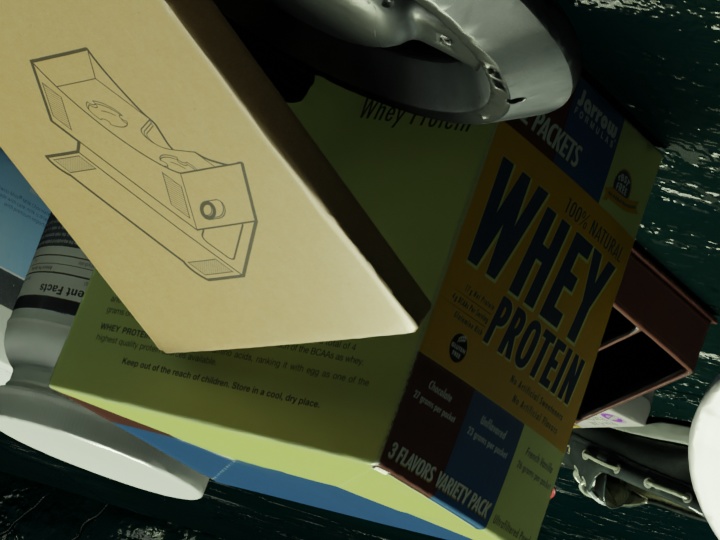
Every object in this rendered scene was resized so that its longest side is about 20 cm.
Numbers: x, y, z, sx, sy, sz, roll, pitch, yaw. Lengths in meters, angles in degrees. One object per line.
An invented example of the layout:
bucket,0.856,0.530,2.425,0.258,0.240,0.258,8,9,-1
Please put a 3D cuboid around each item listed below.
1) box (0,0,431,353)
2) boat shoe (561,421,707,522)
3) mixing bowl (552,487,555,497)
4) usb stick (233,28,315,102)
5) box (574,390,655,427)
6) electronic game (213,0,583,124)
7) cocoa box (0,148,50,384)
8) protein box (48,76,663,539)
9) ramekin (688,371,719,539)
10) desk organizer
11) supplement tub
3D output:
box,-0.081,-0.048,0.958,0.163,0.021,0.200,-5,129,48
boat shoe,0.184,0.138,1.704,0.075,0.061,0.199,28,165,-33
mixing bowl,0.042,0.056,1.478,0.199,0.109,0.200,20,166,5
usb stick,-0.095,-0.124,0.971,0.200,0.033,0.055,32,-174,-41
box,0.127,0.080,1.603,0.041,0.039,0.200,24,166,-22
electronic game,-0.009,-0.113,0.887,0.199,0.042,0.200,27,169,6
cocoa box,-0.270,-0.014,1.607,0.199,0.132,0.133,31,164,-38
protein box,0.000,0.000,1.110,0.197,0.201,0.135,10,163,38
ramekin,0.266,0.087,1.162,0.201,0.094,0.203,23,139,21
desk organizer,0.110,0.020,1.301,0.071,0.078,0.200,10,163,37
supplement tub,-0.108,0.008,1.305,0.139,0.201,0.140,19,167,4
